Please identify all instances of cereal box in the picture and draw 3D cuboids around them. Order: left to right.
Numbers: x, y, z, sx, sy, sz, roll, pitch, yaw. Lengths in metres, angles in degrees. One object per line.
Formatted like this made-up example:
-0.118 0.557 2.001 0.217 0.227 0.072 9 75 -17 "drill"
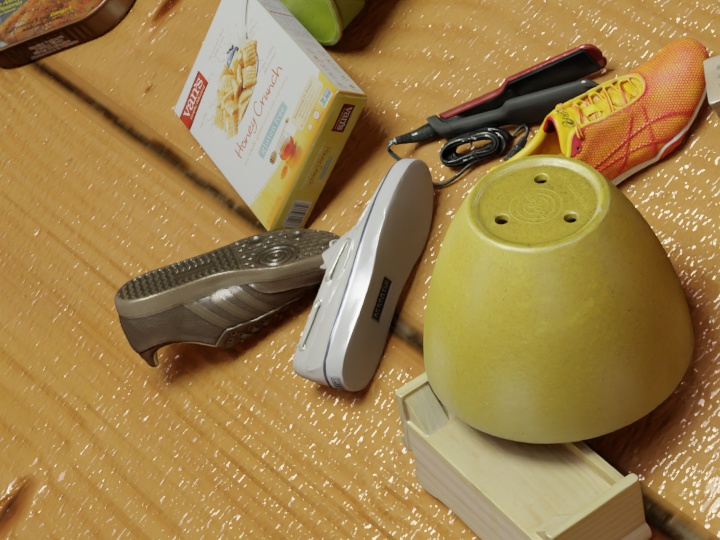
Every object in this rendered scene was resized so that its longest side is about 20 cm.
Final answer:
-0.082 -0.144 1.823 0.200 0.039 0.144 49 122 42 "cereal box"

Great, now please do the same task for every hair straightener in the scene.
0.109 -0.118 1.712 0.199 0.041 0.077 -17 54 25 "hair straightener"

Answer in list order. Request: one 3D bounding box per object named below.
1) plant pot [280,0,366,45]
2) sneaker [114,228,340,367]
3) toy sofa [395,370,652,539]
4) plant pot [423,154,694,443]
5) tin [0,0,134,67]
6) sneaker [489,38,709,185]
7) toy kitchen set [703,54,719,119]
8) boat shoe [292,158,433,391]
-0.022 -0.336 1.851 0.193 0.201 0.200 -44 47 -11 "plant pot"
-0.102 0.023 1.761 0.199 0.076 0.071 -14 28 3 "sneaker"
0.117 0.150 1.529 0.083 0.098 0.200 -31 45 -19 "toy sofa"
0.134 0.002 1.507 0.199 0.142 0.200 -7 42 6 "plant pot"
-0.305 -0.269 2.090 0.199 0.042 0.112 -16 59 26 "tin"
0.189 -0.110 1.630 0.200 0.077 0.073 -42 46 3 "sneaker"
0.328 -0.231 1.551 0.180 0.163 0.201 -18 54 24 "toy kitchen set"
0.000 0.000 1.700 0.066 0.072 0.201 10 78 33 "boat shoe"
